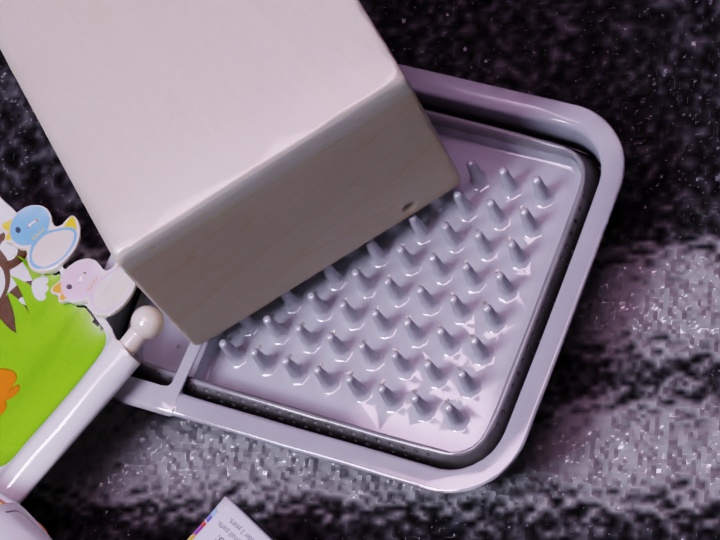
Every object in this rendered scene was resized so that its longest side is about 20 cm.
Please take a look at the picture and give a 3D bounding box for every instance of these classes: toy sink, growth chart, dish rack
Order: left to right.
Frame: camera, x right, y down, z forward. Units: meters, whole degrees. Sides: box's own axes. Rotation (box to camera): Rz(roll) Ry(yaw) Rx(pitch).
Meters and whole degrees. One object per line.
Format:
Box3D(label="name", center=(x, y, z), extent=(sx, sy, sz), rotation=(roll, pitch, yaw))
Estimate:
Box3D(label="growth chart", center=(-0.174, 0.029, 1.130), extent=(0.200, 0.018, 0.145), rotation=(31, 86, 41))
Box3D(label="toy sink", center=(-0.069, -0.095, 1.076), extent=(0.130, 0.112, 0.200), rotation=(-32, 65, 1))
Box3D(label="dish rack", center=(0.000, 0.000, 1.097), extent=(0.199, 0.044, 0.172), rotation=(14, 71, 24))

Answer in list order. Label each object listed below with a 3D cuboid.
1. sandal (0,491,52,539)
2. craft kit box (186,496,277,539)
Box3D(label="sandal", center=(-0.122, 0.143, 1.001), extent=(0.079, 0.059, 0.207), rotation=(-40, 68, -17))
Box3D(label="craft kit box", center=(-0.046, 0.221, 1.013), extent=(0.200, 0.049, 0.198), rotation=(38, 85, 29))
